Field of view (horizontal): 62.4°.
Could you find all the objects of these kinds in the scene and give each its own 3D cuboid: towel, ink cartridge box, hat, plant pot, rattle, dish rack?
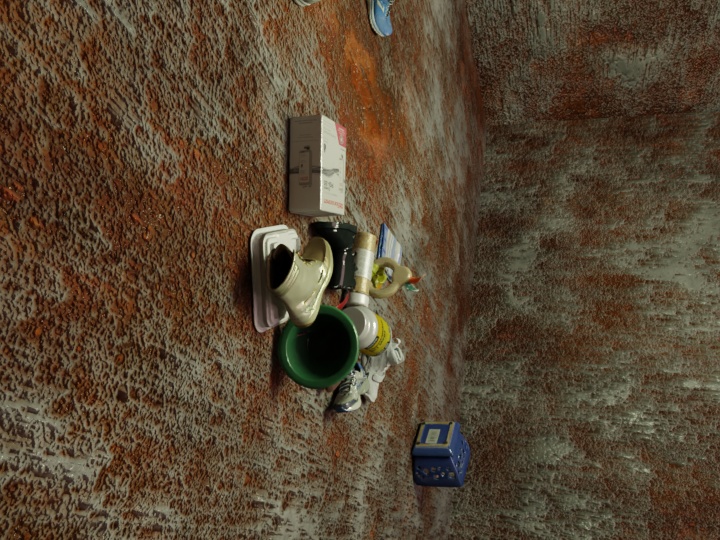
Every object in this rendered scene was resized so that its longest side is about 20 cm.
[{"bbox_3d":[0.097,-0.051,1.944,0.200,0.023,0.150,47,47,-62],"label":"towel"},{"bbox_3d":[-0.093,-0.227,1.325,0.146,0.081,0.205,-1,92,-70],"label":"ink cartridge box"},{"bbox_3d":[-0.077,0.159,1.312,0.168,0.197,0.176,61,-3,4],"label":"hat"},{"bbox_3d":[0.309,0.710,2.339,0.201,0.196,0.183,-57,136,-55],"label":"plant pot"},{"bbox_3d":[0.106,0.047,1.720,0.145,0.195,0.132,71,29,-42],"label":"rattle"},{"bbox_3d":[-0.163,0.013,1.210,0.171,0.043,0.205,-23,112,-68],"label":"dish rack"}]

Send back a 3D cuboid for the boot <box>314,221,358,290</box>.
[{"bbox_3d":[-0.058,-0.034,1.461,0.198,0.072,0.167,3,92,-70],"label":"boot"}]

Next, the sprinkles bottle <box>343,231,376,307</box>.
[{"bbox_3d":[0.000,0.000,1.616,0.068,0.067,0.205,45,49,-62],"label":"sprinkles bottle"}]

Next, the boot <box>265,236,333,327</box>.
[{"bbox_3d":[-0.120,-0.011,1.171,0.155,0.070,0.204,59,37,-52],"label":"boot"}]

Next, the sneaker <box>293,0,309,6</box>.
[{"bbox_3d":[-0.125,-0.606,1.216,0.199,0.080,0.077,-19,109,-69],"label":"sneaker"}]

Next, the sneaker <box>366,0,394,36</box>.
[{"bbox_3d":[0.066,-0.772,1.719,0.201,0.087,0.080,66,33,-49],"label":"sneaker"}]

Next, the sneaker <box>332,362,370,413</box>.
[{"bbox_3d":[-0.034,0.304,1.561,0.200,0.075,0.087,-49,127,-70],"label":"sneaker"}]

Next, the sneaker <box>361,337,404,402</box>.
[{"bbox_3d":[0.065,0.288,1.743,0.075,0.112,0.205,0,91,-69],"label":"sneaker"}]

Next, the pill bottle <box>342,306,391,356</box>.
[{"bbox_3d":[0.007,0.160,1.582,0.200,0.110,0.115,38,56,-65],"label":"pill bottle"}]

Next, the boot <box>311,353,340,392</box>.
[{"bbox_3d":[-0.091,0.229,1.404,0.187,0.063,0.204,-59,149,-50],"label":"boot"}]
